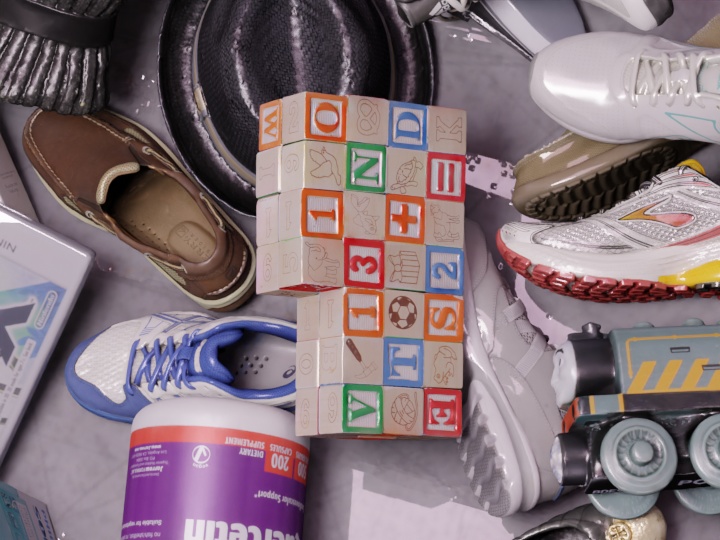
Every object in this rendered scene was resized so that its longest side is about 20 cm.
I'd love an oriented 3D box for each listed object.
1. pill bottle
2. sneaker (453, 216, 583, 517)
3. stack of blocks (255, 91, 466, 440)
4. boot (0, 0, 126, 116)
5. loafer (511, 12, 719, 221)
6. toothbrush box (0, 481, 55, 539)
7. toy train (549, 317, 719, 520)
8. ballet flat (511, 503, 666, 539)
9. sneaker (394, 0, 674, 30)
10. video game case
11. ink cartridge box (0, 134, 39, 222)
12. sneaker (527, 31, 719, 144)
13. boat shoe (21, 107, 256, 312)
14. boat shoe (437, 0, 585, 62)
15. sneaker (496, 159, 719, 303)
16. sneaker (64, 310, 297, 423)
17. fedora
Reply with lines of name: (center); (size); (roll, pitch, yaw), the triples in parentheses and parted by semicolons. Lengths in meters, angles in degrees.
pill bottle: (-0.092, 0.184, 1.556); (0.112, 0.112, 0.201); (0, 75, 14)
sneaker: (0.090, 0.058, 1.581); (0.082, 0.075, 0.201); (-5, 65, -23)
stack of blocks: (0.000, 0.000, 1.535); (0.115, 0.058, 0.201); (4, 83, -30)
boot: (-0.153, -0.171, 1.603); (0.210, 0.079, 0.159); (13, 99, 23)
loafer: (0.177, -0.097, 1.591); (0.199, 0.076, 0.068); (-27, 69, -5)
toothbrush box: (-0.239, 0.204, 1.540); (0.085, 0.200, 0.147); (-22, 70, 6)
toy train: (0.208, 0.082, 1.511); (0.199, 0.085, 0.115); (-3, 70, -4)
ballet flat: (0.093, 0.193, 1.536); (0.199, 0.057, 0.067); (-26, 71, 5)
sneaker: (0.088, -0.176, 1.563); (0.200, 0.076, 0.116); (36, 85, 24)
video game case: (-0.290, 0.037, 1.639); (0.182, 0.022, 0.201); (27, 100, 3)
ink cartridge box: (-0.303, -0.088, 1.669); (0.116, 0.067, 0.201); (-23, 93, 9)
sneaker: (0.198, -0.110, 1.514); (0.199, 0.080, 0.071); (10, 77, 6)
boat shoe: (-0.147, -0.055, 1.650); (0.202, 0.075, 0.075); (35, 84, 24)
boat shoe: (0.060, -0.197, 1.648); (0.200, 0.070, 0.066); (45, 128, 2)
sneaker: (0.183, -0.024, 1.566); (0.199, 0.078, 0.083); (-2, 80, 4)
sneaker: (-0.099, 0.054, 1.607); (0.199, 0.088, 0.076); (-3, 76, 14)
fedora: (-0.040, -0.133, 1.617); (0.199, 0.092, 0.202); (0, 83, -3)
